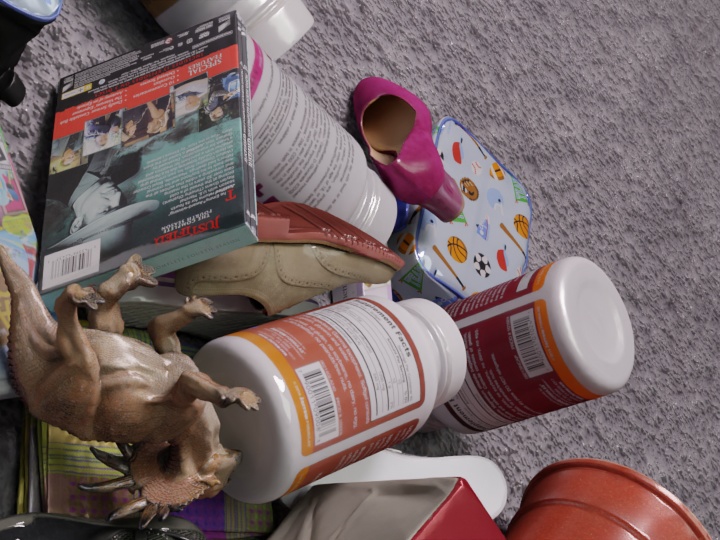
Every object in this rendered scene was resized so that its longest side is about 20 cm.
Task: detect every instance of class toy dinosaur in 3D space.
[{"bbox_3d":[-0.143,0.075,0.630,0.199,0.136,0.086,32,22,-15],"label":"toy dinosaur"}]

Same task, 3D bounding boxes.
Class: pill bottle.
[{"bbox_3d":[0.118,0.071,0.914,0.112,0.199,0.114,25,54,-40],"label":"pill bottle"},{"bbox_3d":[-0.130,-0.249,0.852,0.201,0.114,0.115,51,41,-18],"label":"pill bottle"},{"bbox_3d":[-0.018,0.081,0.774,0.199,0.112,0.113,-15,83,-45],"label":"pill bottle"},{"bbox_3d":[-0.066,-0.083,0.841,0.200,0.113,0.114,40,46,-37],"label":"pill bottle"}]

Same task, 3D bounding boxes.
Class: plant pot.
[{"bbox_3d":[0.168,0.292,0.886,0.195,0.200,0.202,-34,98,-43],"label":"plant pot"}]

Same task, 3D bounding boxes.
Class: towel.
[{"bbox_3d":[-0.141,0.112,0.738,0.199,0.023,0.145,15,61,-46],"label":"towel"}]

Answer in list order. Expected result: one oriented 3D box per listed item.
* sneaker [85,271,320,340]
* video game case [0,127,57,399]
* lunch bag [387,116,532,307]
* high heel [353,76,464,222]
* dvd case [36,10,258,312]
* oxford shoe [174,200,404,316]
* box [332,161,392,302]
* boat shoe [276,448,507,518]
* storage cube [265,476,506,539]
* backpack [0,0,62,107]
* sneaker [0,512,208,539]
[{"bbox_3d":[-0.109,-0.012,0.798,0.199,0.072,0.116,16,58,-44],"label":"sneaker"},{"bbox_3d":[-0.246,-0.013,0.599,0.200,0.022,0.184,-1,70,-69],"label":"video game case"},{"bbox_3d":[0.086,-0.041,1.035,0.160,0.075,0.202,36,49,-29],"label":"lunch bag"},{"bbox_3d":[0.024,-0.129,0.960,0.096,0.067,0.201,35,15,-46],"label":"high heel"},{"bbox_3d":[-0.138,-0.077,0.709,0.022,0.145,0.201,59,18,-47],"label":"dvd case"},{"bbox_3d":[-0.050,-0.006,0.765,0.199,0.070,0.075,11,105,-44],"label":"oxford shoe"},{"bbox_3d":[0.000,0.000,0.941,0.041,0.038,0.202,19,59,-42],"label":"box"},{"bbox_3d":[0.015,0.169,0.858,0.198,0.068,0.073,5,74,-24],"label":"boat shoe"},{"bbox_3d":[0.015,0.257,0.697,0.171,0.199,0.181,-42,104,-35],"label":"storage cube"},{"bbox_3d":[-0.261,-0.234,0.653,0.182,0.147,0.202,22,41,-39],"label":"backpack"},{"bbox_3d":[-0.145,0.188,0.615,0.198,0.114,0.077,10,93,-43],"label":"sneaker"}]
